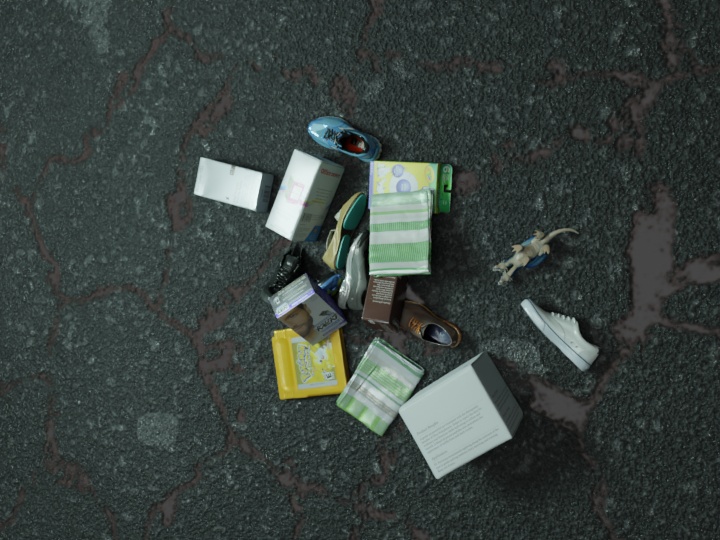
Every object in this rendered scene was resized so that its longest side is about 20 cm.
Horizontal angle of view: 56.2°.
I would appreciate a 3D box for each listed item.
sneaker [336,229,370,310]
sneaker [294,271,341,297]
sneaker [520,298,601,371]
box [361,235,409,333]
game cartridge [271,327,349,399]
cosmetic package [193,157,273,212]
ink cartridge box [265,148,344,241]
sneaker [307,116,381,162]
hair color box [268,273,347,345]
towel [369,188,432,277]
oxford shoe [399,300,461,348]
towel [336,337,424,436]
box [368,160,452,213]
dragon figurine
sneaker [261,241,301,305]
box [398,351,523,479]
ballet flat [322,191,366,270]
[{"bbox_3d":[0.000,0.000,1.644,0.077,0.074,0.205,14,102,10],"label":"sneaker"},{"bbox_3d":[-0.129,0.047,1.678,0.198,0.070,0.085,-29,68,36],"label":"sneaker"},{"bbox_3d":[0.439,0.126,1.477,0.200,0.073,0.071,45,96,5],"label":"sneaker"},{"bbox_3d":[0.065,0.032,1.566,0.073,0.100,0.205,9,76,19],"label":"box"},{"bbox_3d":[-0.128,0.230,1.715,0.195,0.032,0.181,-10,88,19],"label":"game cartridge"},{"bbox_3d":[-0.331,-0.224,1.761,0.196,0.074,0.104,15,96,19],"label":"cosmetic package"},{"bbox_3d":[-0.132,-0.181,1.645,0.083,0.144,0.204,28,101,19],"label":"ink cartridge box"},{"bbox_3d":[-0.045,-0.327,1.636,0.196,0.090,0.080,22,100,19],"label":"sneaker"},{"bbox_3d":[-0.120,0.097,1.597,0.108,0.200,0.066,-33,56,6],"label":"hair color box"},{"bbox_3d":[0.091,-0.086,1.532,0.149,0.023,0.205,-4,69,16],"label":"towel"},{"bbox_3d":[0.141,0.122,1.584,0.196,0.073,0.073,21,99,20],"label":"oxford shoe"},{"bbox_3d":[0.046,0.284,1.634,0.148,0.031,0.202,33,102,6],"label":"towel"},{"bbox_3d":[0.118,-0.197,1.595,0.195,0.048,0.121,5,99,20],"label":"box"},{"bbox_3d":[0.379,-0.042,1.494,0.198,0.100,0.059,-34,78,-1],"label":"dragon figurine"},{"bbox_3d":[-0.187,0.007,1.648,0.059,0.200,0.106,26,107,-4],"label":"sneaker"},{"bbox_3d":[0.225,0.313,1.490,0.197,0.199,0.174,-34,82,19],"label":"box"},{"bbox_3d":[-0.046,-0.103,1.658,0.062,0.068,0.204,25,99,32],"label":"ballet flat"}]
